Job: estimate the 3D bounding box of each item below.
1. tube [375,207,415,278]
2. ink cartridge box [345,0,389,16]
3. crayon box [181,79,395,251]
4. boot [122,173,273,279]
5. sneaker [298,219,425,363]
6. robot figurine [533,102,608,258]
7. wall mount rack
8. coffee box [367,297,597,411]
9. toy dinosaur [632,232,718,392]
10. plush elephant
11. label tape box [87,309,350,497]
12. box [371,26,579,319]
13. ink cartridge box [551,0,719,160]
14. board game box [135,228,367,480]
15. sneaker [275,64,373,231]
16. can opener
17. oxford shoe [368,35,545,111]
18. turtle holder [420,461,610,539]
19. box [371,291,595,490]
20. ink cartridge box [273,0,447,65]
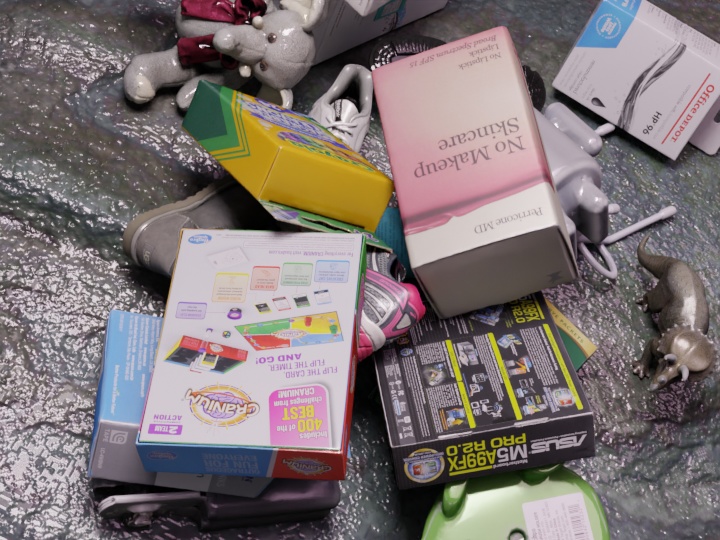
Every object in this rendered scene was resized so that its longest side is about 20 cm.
[{"bbox_3d":[0.079,-0.025,1.230,0.197,0.050,0.079,1,82,-18],"label":"tube"},{"bbox_3d":[-0.013,-0.352,1.193,0.200,0.085,0.145,44,52,9],"label":"ink cartridge box"},{"bbox_3d":[-0.057,-0.093,1.095,0.125,0.052,0.200,15,18,-37],"label":"crayon box"},{"bbox_3d":[-0.087,0.003,1.097,0.181,0.073,0.199,-29,46,-34],"label":"boot"},{"bbox_3d":[0.000,0.000,1.103,0.074,0.081,0.201,-27,39,2],"label":"sneaker"},{"bbox_3d":[0.146,-0.092,1.199,0.169,0.113,0.200,-34,58,-15],"label":"robot figurine"},{"bbox_3d":[0.237,-0.090,1.316,0.173,0.074,0.201,0,54,-58],"label":"wall mount rack"},{"bbox_3d":[0.115,0.093,1.173,0.123,0.044,0.199,45,56,12],"label":"coffee box"},{"bbox_3d":[0.307,0.044,1.235,0.076,0.103,0.202,17,57,-9],"label":"toy dinosaur"},{"bbox_3d":[-0.111,-0.218,1.208,0.198,0.167,0.154,3,17,-38],"label":"plush elephant"},{"bbox_3d":[-0.115,0.112,1.041,0.197,0.067,0.144,11,32,-14],"label":"label tape box"},{"bbox_3d":[0.096,-0.082,1.083,0.126,0.109,0.202,-17,61,11],"label":"box"},{"bbox_3d":[0.322,-0.204,1.375,0.199,0.117,0.068,31,34,2],"label":"ink cartridge box"},{"bbox_3d":[-0.077,0.058,0.970,0.151,0.041,0.202,2,52,6],"label":"board game box"},{"bbox_3d":[-0.032,-0.114,1.229,0.074,0.081,0.202,20,57,-8],"label":"sneaker"},{"bbox_3d":[-0.117,0.173,1.039,0.197,0.053,0.068,-2,64,-21],"label":"can opener"},{"bbox_3d":[0.087,-0.186,1.311,0.198,0.084,0.074,13,78,-28],"label":"oxford shoe"},{"bbox_3d":[0.109,0.235,1.030,0.185,0.132,0.141,-39,74,-12],"label":"turtle holder"},{"bbox_3d":[0.092,0.089,1.053,0.158,0.045,0.201,-9,30,-2],"label":"box"},{"bbox_3d":[0.000,-0.343,1.337,0.199,0.146,0.147,-30,72,-32],"label":"ink cartridge box"}]
